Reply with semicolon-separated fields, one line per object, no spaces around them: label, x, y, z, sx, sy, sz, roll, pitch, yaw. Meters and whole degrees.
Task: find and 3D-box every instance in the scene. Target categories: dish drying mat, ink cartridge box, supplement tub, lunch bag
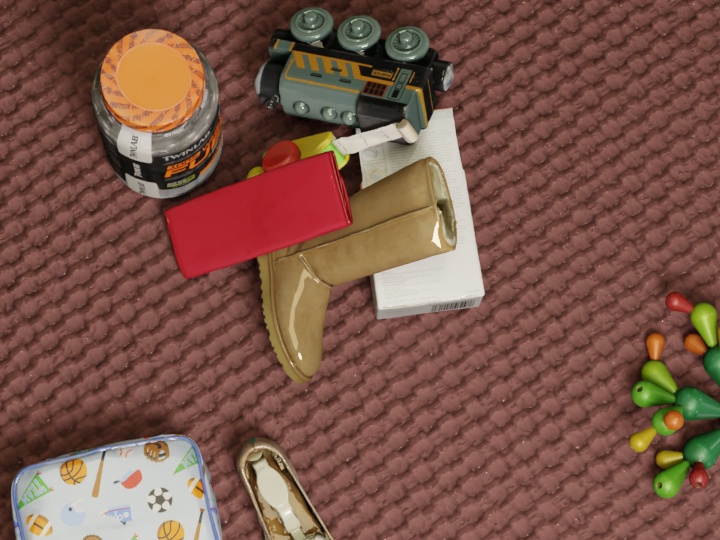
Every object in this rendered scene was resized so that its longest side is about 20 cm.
dish drying mat;-0.101;-0.053;1.658;0.199;0.018;0.077;-18;83;26
ink cartridge box;0.056;-0.058;1.707;0.108;0.050;0.201;-7;76;-4
supplement tub;-0.196;-0.153;1.639;0.122;0.200;0.123;1;76;-2
lunch bag;-0.234;0.248;1.604;0.199;0.076;0.161;-12;79;-7

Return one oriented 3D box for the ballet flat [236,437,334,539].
ballet flat;-0.065;0.251;1.614;0.068;0.067;0.200;-30;80;-9

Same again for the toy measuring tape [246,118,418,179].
toy measuring tape;-0.035;-0.100;1.665;0.199;0.073;0.074;-10;73;35

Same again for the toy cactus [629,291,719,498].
toy cactus;0.350;0.130;1.662;0.164;0.102;0.201;16;67;-9

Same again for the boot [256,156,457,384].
boot;0.000;0.000;1.637;0.199;0.066;0.176;-19;74;20

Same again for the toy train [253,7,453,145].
toy train;-0.009;-0.195;1.696;0.199;0.085;0.114;14;57;17
